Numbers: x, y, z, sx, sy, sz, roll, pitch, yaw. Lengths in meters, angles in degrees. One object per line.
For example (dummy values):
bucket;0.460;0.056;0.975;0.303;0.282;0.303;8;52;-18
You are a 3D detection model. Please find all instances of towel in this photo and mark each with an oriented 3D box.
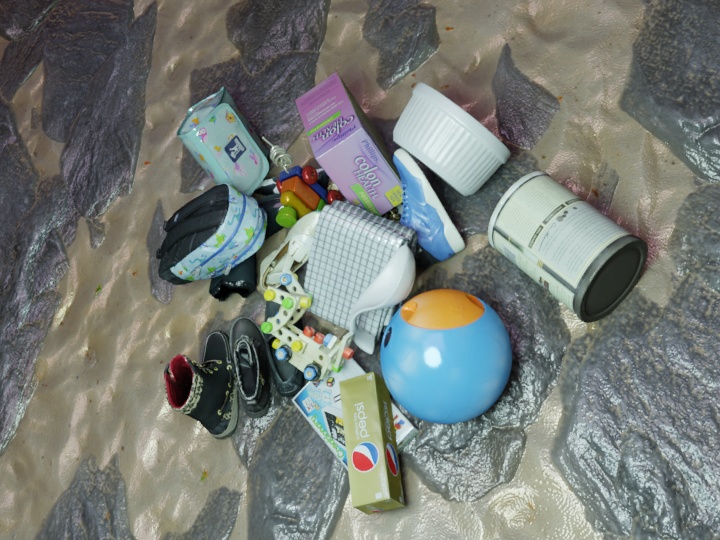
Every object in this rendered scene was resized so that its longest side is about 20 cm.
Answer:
towel;0.000;0.000;1.464;0.164;0.085;0.203;23;118;20

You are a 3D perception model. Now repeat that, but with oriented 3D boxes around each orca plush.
orca plush;-0.141;-0.145;1.670;0.197;0.105;0.072;-8;95;21

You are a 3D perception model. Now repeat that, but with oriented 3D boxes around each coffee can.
coffee can;0.313;-0.039;1.337;0.147;0.146;0.200;-46;55;0

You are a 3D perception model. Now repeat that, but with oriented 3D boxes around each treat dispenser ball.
treat dispenser ball;0.128;0.130;1.318;0.198;0.201;0.204;-11;62;22

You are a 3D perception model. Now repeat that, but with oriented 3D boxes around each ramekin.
ramekin;0.147;-0.216;1.483;0.106;0.199;0.200;-52;55;7

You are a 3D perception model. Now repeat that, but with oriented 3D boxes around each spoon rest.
spoon rest;0.031;0.045;1.365;0.100;0.060;0.201;-84;16;-52

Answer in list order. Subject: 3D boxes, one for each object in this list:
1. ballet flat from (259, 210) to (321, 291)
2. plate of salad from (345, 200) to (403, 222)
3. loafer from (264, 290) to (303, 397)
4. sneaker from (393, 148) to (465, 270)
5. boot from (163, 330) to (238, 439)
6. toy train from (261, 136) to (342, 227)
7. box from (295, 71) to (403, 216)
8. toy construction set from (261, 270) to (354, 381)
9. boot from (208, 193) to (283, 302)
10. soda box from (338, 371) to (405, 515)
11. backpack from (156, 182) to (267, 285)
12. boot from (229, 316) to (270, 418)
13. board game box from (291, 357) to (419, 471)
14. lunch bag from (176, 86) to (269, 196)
ballet flat;-0.114;-0.026;1.529;0.200;0.067;0.063;-44;24;41
plate of salad;-0.001;-0.053;1.566;0.197;0.048;0.203;-12;61;23
loafer;-0.134;0.120;1.532;0.067;0.071;0.203;-10;61;1
sneaker;0.083;-0.096;1.475;0.110;0.201;0.077;-31;12;6
boot;-0.276;0.180;1.532;0.072;0.151;0.203;-13;61;21
toy train;-0.125;-0.130;1.548;0.084;0.200;0.117;-16;46;38
box;-0.016;-0.217;1.549;0.096;0.176;0.201;-32;41;9
toy construction set;-0.083;0.103;1.432;0.199;0.092;0.133;36;108;34
boot;-0.197;-0.038;1.640;0.198;0.076;0.170;-19;56;26
soda box;0.016;0.265;1.349;0.063;0.068;0.203;-18;60;17
backpack;-0.262;-0.072;1.573;0.200;0.152;0.165;-44;32;45
boot;-0.188;0.147;1.482;0.068;0.175;0.203;-12;67;-6
board game box;-0.012;0.238;1.439;0.126;0.035;0.200;-45;55;0
lunch bag;-0.260;-0.235;1.671;0.121;0.171;0.201;-29;25;11
